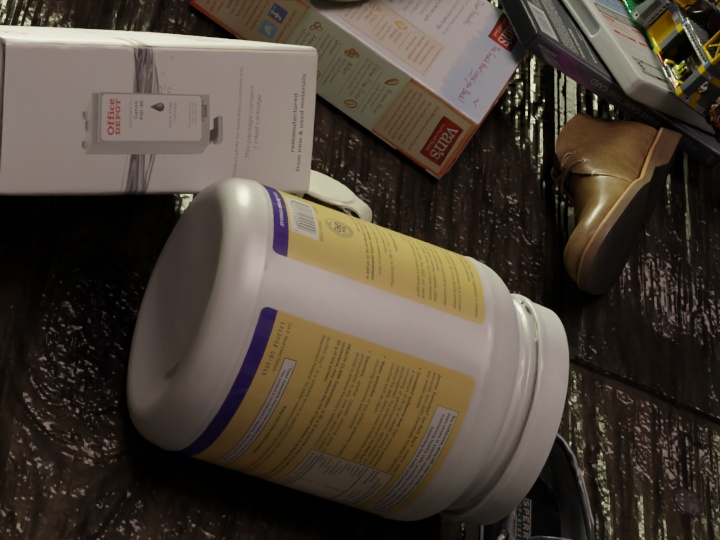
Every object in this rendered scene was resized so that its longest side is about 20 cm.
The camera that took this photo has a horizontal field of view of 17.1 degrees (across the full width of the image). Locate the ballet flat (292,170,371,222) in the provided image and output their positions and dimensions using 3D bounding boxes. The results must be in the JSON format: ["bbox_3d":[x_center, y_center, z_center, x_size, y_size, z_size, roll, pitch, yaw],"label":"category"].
[{"bbox_3d":[0.000,0.000,1.373,0.200,0.072,0.072,41,37,7],"label":"ballet flat"}]

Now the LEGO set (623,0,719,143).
[{"bbox_3d":[0.271,-0.174,1.646,0.154,0.116,0.200,34,25,-26],"label":"LEGO set"}]

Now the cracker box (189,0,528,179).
[{"bbox_3d":[0.004,-0.163,1.560,0.200,0.058,0.134,35,36,0],"label":"cracker box"}]

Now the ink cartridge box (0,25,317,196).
[{"bbox_3d":[-0.145,-0.088,1.289,0.199,0.083,0.146,-2,9,-38],"label":"ink cartridge box"}]

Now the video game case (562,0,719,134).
[{"bbox_3d":[0.180,-0.182,1.680,0.143,0.018,0.200,16,37,-50],"label":"video game case"}]

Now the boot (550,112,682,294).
[{"bbox_3d":[0.150,-0.046,1.551,0.075,0.074,0.200,22,29,7],"label":"boot"}]

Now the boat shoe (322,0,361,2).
[{"bbox_3d":[0.017,-0.219,1.528,0.200,0.066,0.072,-11,56,-45],"label":"boat shoe"}]

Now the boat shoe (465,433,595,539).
[{"bbox_3d":[0.098,0.169,1.265,0.072,0.068,0.200,22,39,-17],"label":"boat shoe"}]

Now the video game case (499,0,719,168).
[{"bbox_3d":[0.162,-0.159,1.655,0.200,0.019,0.143,29,28,-37],"label":"video game case"}]

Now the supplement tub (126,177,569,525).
[{"bbox_3d":[-0.007,0.047,1.252,0.199,0.146,0.146,20,40,-20],"label":"supplement tub"}]
